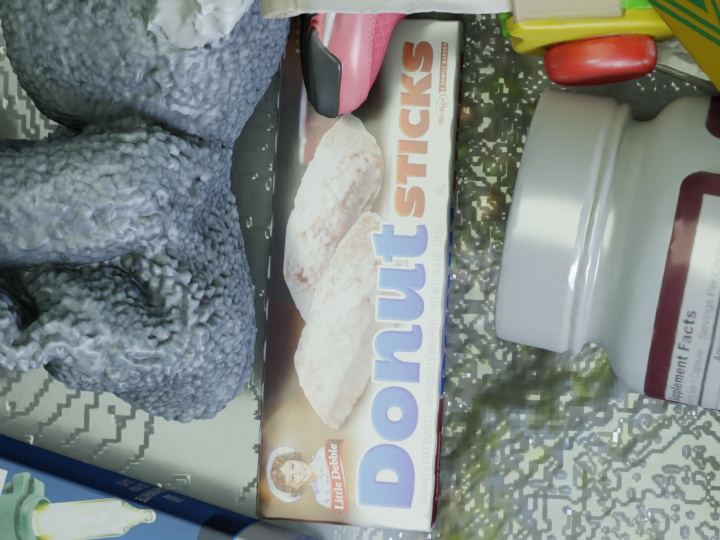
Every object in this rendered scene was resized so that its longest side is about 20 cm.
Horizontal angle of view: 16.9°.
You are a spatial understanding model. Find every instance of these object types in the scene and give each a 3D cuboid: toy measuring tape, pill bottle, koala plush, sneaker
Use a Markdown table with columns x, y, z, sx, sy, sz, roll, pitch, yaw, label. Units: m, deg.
| x | y | z | sx | sy | sz | roll | pitch | yaw | label |
| --- | --- | --- | --- | --- | --- | --- | --- | --- | --- |
| 0.050 | -0.100 | 0.880 | 0.199 | 0.074 | 0.074 | -4 | 90 | -21 | toy measuring tape |
| 0.155 | -0.001 | 0.894 | 0.199 | 0.114 | 0.115 | 13 | 93 | 9 | pill bottle |
| -0.089 | -0.065 | 0.911 | 0.183 | 0.177 | 0.201 | 28 | 94 | -4 | koala plush |
| 0.036 | -0.147 | 0.921 | 0.086 | 0.074 | 0.201 | 19 | 82 | -1 | sneaker |

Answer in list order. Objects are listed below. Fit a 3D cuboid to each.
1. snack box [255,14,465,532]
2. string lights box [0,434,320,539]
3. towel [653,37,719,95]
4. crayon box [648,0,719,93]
| x | y | z | sx | sy | sz | roll | pitch | yaw | label |
| --- | --- | --- | --- | --- | --- | --- | --- | --- | --- |
| 0.000 | 0.000 | 0.962 | 0.071 | 0.024 | 0.201 | 3 | 91 | 7 | snack box |
| -0.121 | 0.129 | 0.965 | 0.199 | 0.059 | 0.103 | 17 | 92 | 8 | string lights box |
| 0.177 | -0.124 | 0.929 | 0.199 | 0.034 | 0.133 | 21 | 93 | 9 | towel |
| 0.160 | -0.124 | 0.854 | 0.127 | 0.051 | 0.200 | -31 | 77 | -27 | crayon box |
